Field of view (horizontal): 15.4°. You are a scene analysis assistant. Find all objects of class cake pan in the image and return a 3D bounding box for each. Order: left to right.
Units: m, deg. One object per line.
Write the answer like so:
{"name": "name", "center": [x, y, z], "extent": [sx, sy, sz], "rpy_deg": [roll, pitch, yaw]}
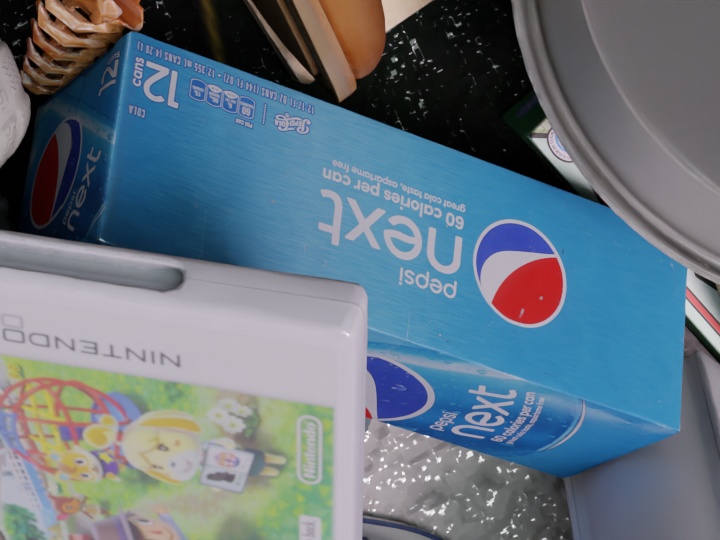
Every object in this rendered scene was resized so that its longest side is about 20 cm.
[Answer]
{"name": "cake pan", "center": [0.143, -0.088, 0.750], "extent": [0.200, 0.037, 0.201], "rpy_deg": [1, 81, -4]}

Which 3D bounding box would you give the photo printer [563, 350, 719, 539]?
{"name": "photo printer", "center": [0.134, 0.137, 0.817], "extent": [0.069, 0.200, 0.166], "rpy_deg": [-33, 116, 17]}

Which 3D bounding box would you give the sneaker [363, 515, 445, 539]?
{"name": "sneaker", "center": [0.051, 0.154, 0.848], "extent": [0.199, 0.115, 0.081], "rpy_deg": [30, 95, -21]}

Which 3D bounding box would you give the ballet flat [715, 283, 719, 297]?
{"name": "ballet flat", "center": [0.139, -0.025, 0.817], "extent": [0.072, 0.072, 0.201], "rpy_deg": [-26, 111, -8]}

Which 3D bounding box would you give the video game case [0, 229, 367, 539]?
{"name": "video game case", "center": [-0.089, 0.066, 0.745], "extent": [0.182, 0.022, 0.200], "rpy_deg": [9, 136, 7]}

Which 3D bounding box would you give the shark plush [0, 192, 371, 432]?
{"name": "shark plush", "center": [-0.091, 0.010, 0.814], "extent": [0.200, 0.091, 0.083], "rpy_deg": [40, 71, -2]}

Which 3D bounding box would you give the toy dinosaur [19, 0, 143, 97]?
{"name": "toy dinosaur", "center": [-0.086, -0.122, 0.705], "extent": [0.136, 0.102, 0.200], "rpy_deg": [33, 122, 18]}

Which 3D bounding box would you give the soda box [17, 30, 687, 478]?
{"name": "soda box", "center": [0.000, 0.000, 0.792], "extent": [0.200, 0.064, 0.068], "rpy_deg": [18, 63, -26]}

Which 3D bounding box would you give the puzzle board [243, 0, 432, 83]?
{"name": "puzzle board", "center": [0.025, -0.172, 0.801], "extent": [0.200, 0.017, 0.151], "rpy_deg": [-35, 110, -5]}

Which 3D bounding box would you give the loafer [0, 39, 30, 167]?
{"name": "loafer", "center": [-0.191, -0.028, 0.743], "extent": [0.200, 0.070, 0.070], "rpy_deg": [-24, 106, 5]}

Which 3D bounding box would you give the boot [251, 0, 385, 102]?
{"name": "boot", "center": [0.018, -0.161, 0.757], "extent": [0.154, 0.074, 0.200], "rpy_deg": [-22, 112, -13]}

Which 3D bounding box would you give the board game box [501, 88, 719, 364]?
{"name": "board game box", "center": [0.159, -0.025, 0.875], "extent": [0.135, 0.029, 0.200], "rpy_deg": [-44, 112, 0]}
